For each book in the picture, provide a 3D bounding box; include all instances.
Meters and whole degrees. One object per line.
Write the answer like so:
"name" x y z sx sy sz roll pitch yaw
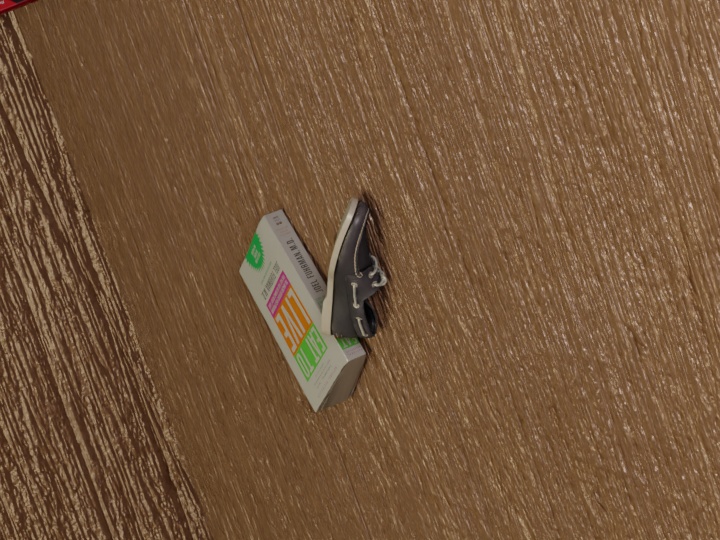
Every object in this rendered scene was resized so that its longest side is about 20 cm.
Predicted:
"book" -0.065 0.045 2.634 0.200 0.048 0.134 59 154 19

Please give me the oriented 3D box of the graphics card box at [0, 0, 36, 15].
"graphics card box" -0.493 -0.431 2.983 0.200 0.125 0.051 68 165 -6

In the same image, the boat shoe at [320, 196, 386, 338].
"boat shoe" 0.000 0.000 2.436 0.063 0.073 0.200 15 138 5
